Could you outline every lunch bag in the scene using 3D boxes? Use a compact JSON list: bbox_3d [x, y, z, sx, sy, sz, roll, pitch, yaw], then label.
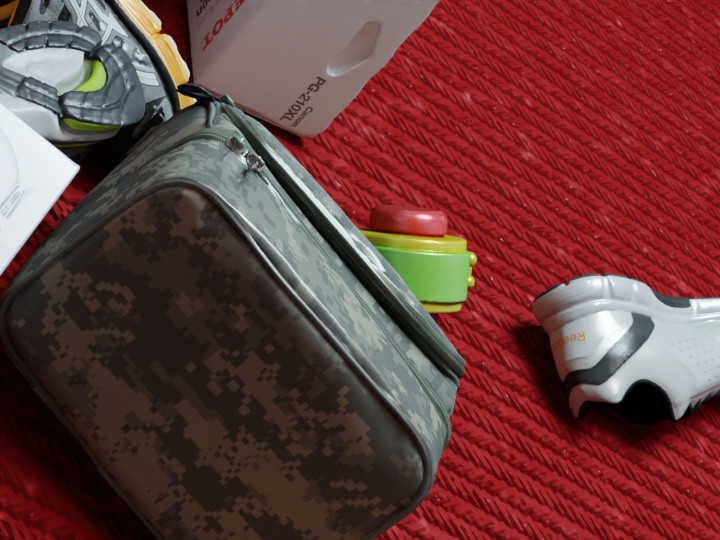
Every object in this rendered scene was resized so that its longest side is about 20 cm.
[{"bbox_3d":[-0.051,0.025,1.124,0.200,0.139,0.168,49,19,-9],"label":"lunch bag"}]

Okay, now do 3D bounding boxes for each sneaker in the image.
[{"bbox_3d":[-0.195,-0.068,1.122,0.199,0.081,0.074,5,50,-39],"label":"sneaker"},{"bbox_3d":[0.180,0.057,1.433,0.199,0.074,0.081,7,64,-39],"label":"sneaker"},{"bbox_3d":[-0.148,-0.118,1.208,0.077,0.078,0.201,-40,112,-35],"label":"sneaker"}]

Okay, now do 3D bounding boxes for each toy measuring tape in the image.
[{"bbox_3d":[0.000,0.000,1.269,0.199,0.074,0.074,0,54,-51],"label":"toy measuring tape"}]

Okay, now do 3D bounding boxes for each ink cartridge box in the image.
[{"bbox_3d":[-0.029,-0.198,1.385,0.084,0.145,0.201,22,40,-29],"label":"ink cartridge box"}]

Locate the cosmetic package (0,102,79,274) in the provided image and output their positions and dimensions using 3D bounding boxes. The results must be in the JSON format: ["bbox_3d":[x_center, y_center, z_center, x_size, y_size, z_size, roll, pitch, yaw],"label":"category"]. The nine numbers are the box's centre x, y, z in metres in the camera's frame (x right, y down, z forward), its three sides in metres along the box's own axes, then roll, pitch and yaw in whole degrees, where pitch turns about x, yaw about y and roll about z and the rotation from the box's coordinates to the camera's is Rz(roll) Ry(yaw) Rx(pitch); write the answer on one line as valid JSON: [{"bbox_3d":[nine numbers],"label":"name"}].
[{"bbox_3d":[-0.228,-0.012,0.988,0.150,0.052,0.201,38,57,-9],"label":"cosmetic package"}]
